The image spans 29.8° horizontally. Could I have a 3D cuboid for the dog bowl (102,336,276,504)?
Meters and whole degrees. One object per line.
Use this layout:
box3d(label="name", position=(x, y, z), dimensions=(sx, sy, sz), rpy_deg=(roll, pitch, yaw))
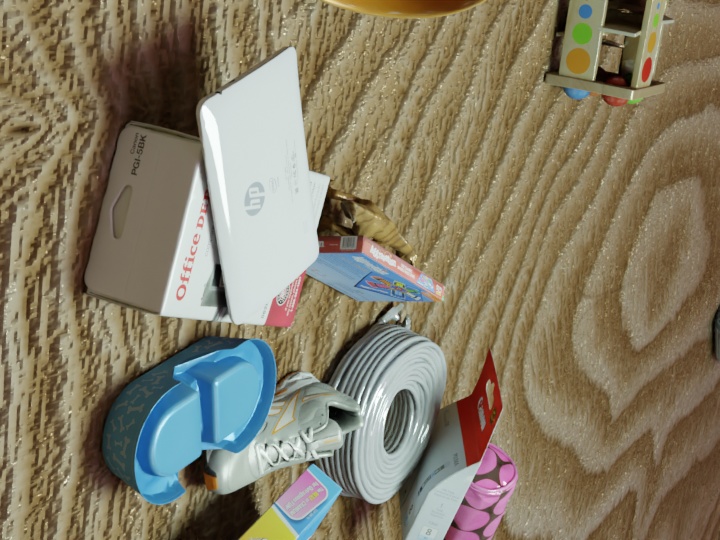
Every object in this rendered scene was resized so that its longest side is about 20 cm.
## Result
box3d(label="dog bowl", position=(-0.152, 0.126, 1.206), dimensions=(0.200, 0.049, 0.112), rpy_deg=(-32, 131, -50))

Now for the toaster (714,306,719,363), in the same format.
box3d(label="toaster", position=(0.800, 0.119, 2.801), dimensions=(0.200, 0.113, 0.129), rpy_deg=(-54, 147, -35))

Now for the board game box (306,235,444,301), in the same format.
box3d(label="board game box", position=(0.000, 0.000, 1.352), dimensions=(0.200, 0.103, 0.020), rpy_deg=(30, 64, -61))

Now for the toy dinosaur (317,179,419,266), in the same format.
box3d(label="toy dinosaur", position=(0.001, -0.053, 1.325), dimensions=(0.200, 0.106, 0.061), rpy_deg=(34, 75, -59))

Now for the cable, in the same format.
box3d(label="cable", position=(0.025, 0.161, 1.511), dimensions=(0.200, 0.069, 0.200), rpy_deg=(-38, 136, -47))

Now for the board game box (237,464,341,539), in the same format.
box3d(label="board game box", position=(-0.111, 0.294, 1.304), dimensions=(0.200, 0.040, 0.153), rpy_deg=(-42, 166, -44))

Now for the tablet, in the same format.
box3d(label="tablet", position=(-0.079, -0.069, 1.102), dimensions=(0.130, 0.014, 0.200), rpy_deg=(-42, 135, -45))

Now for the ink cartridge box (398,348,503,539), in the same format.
box3d(label="ink cartridge box", position=(0.101, 0.200, 1.558), dimensions=(0.160, 0.047, 0.200), rpy_deg=(-90, -159, -68))

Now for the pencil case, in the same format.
box3d(label="pencil case", position=(0.129, 0.289, 1.674), dimensions=(0.091, 0.094, 0.200), rpy_deg=(-2, 140, -20))

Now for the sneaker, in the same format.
box3d(label="sneaker", position=(-0.071, 0.161, 1.320), dimensions=(0.200, 0.092, 0.076), rpy_deg=(-35, 131, -49))

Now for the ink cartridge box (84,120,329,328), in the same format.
box3d(label="ink cartridge box", position=(-0.124, -0.033, 1.140), dimensions=(0.200, 0.083, 0.147), rpy_deg=(8, 97, -61))

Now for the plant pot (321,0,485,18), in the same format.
box3d(label="plant pot", position=(0.034, -0.345, 1.172), dimensions=(0.200, 0.200, 0.184), rpy_deg=(35, 58, -60))

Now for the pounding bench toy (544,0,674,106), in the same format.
box3d(label="pounding bench toy", position=(0.347, -0.304, 1.784), dimensions=(0.200, 0.124, 0.156), rpy_deg=(-20, 121, -56))
